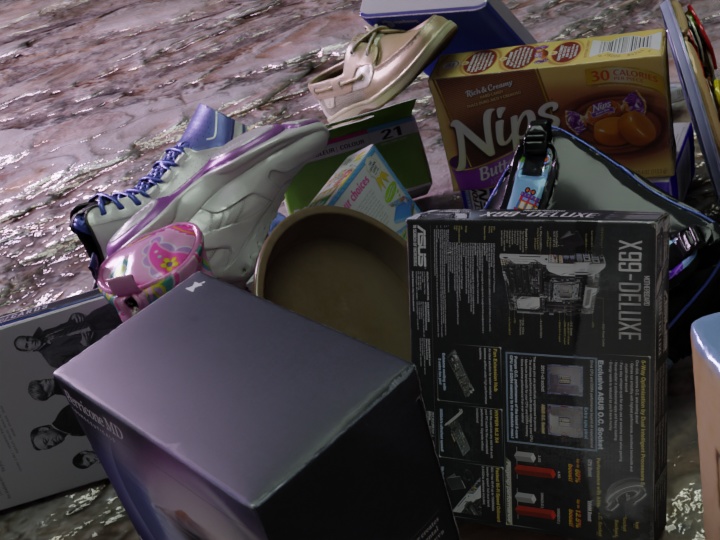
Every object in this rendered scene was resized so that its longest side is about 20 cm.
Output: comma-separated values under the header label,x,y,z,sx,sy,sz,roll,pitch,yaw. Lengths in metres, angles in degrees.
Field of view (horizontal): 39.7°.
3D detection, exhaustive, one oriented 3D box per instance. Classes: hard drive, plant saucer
label,x,y,z,sx,sy,sz,roll,pitch,yaw
hard drive,0.107,-0.213,0.966,0.132,0.200,0.025,6,78,34
plant saucer,-0.001,0.045,0.742,0.029,0.200,0.200,-34,15,41

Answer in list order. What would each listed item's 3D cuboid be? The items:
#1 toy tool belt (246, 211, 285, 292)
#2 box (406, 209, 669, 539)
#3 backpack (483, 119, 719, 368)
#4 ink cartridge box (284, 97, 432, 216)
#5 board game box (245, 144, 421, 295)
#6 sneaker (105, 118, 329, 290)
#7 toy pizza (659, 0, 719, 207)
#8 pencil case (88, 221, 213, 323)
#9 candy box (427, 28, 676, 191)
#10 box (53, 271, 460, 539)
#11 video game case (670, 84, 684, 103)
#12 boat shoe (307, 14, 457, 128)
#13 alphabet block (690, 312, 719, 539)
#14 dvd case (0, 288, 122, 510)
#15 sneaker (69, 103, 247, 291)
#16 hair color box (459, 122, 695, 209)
label,x,y,z,sx,sy,sz,roll,pitch,yaw
toy tool belt,-0.093,-0.010,0.904,0.125,0.123,0.200,-24,32,-14
box,0.111,0.062,0.629,0.157,0.201,0.050,1,9,26
backpack,0.152,0.024,0.718,0.182,0.134,0.200,38,100,31
ink cartridge box,-0.009,-0.097,0.962,0.147,0.076,0.200,-16,0,1
board game box,0.000,0.000,0.837,0.034,0.135,0.200,-22,22,38
sneaker,-0.099,-0.042,0.791,0.200,0.100,0.075,-38,17,-5
toy pizza,0.302,-0.144,0.865,0.032,0.200,0.200,-17,30,19
pencil case,-0.118,0.064,0.725,0.087,0.200,0.088,-16,30,10
candy box,0.169,-0.138,0.878,0.199,0.117,0.057,-2,36,21
box,-0.054,0.132,0.593,0.123,0.199,0.200,-36,36,-30
video game case,0.234,-0.176,1.054,0.143,0.018,0.200,10,22,44
boat shoe,0.013,-0.190,0.920,0.072,0.065,0.200,-46,12,-29
alphabet block,0.280,0.127,0.451,0.195,0.200,0.197,-14,32,1
dvd case,-0.247,0.103,0.769,0.199,0.151,0.025,-16,22,-1
sneaker,-0.175,-0.052,0.831,0.081,0.115,0.200,15,85,61
hair color box,0.207,-0.089,0.954,0.199,0.065,0.109,5,38,27
